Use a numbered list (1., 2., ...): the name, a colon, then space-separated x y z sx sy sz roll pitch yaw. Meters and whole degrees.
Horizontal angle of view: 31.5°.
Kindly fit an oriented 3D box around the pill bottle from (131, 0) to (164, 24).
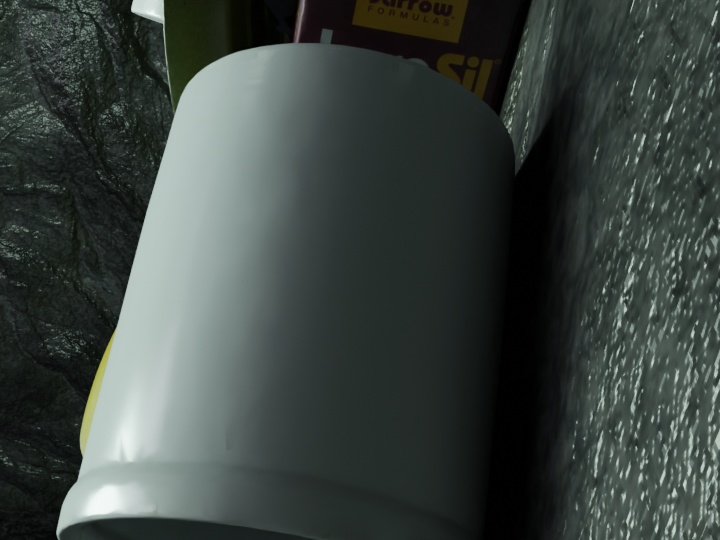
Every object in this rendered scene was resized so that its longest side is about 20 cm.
1. pill bottle: -0.098 -0.273 0.943 0.116 0.115 0.201 -121 47 -82

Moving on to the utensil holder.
1. utensil holder: -0.021 0.031 0.542 0.170 0.169 0.201 111 170 -64

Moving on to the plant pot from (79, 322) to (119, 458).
1. plant pot: -0.077 0.053 0.829 0.200 0.199 0.143 -94 11 -67

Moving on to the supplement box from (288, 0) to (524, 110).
1. supplement box: 0.010 -0.085 0.695 0.086 0.110 0.201 -90 10 -55

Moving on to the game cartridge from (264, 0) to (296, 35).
1. game cartridge: -0.003 -0.152 0.803 0.200 0.038 0.130 53 -152 -44

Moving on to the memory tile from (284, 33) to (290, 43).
1. memory tile: -0.045 -0.093 0.875 0.153 0.017 0.201 105 145 -62

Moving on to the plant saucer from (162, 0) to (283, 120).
1. plant saucer: -0.071 -0.141 0.725 0.200 0.031 0.201 1 -90 -82
